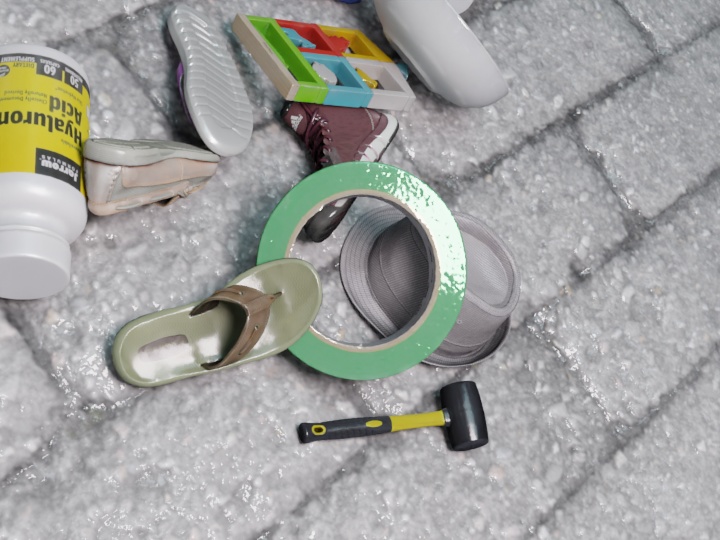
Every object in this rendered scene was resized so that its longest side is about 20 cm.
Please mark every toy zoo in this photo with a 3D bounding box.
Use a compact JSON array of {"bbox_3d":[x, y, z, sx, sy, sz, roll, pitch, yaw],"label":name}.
[{"bbox_3d":[-0.026,-0.220,1.283,0.198,0.021,0.132,-2,43,-41],"label":"toy zoo"}]

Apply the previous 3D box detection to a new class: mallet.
[{"bbox_3d":[0.036,0.155,1.146,0.198,0.041,0.067,-10,72,-29],"label":"mallet"}]

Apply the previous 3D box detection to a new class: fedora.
[{"bbox_3d":[0.086,0.000,1.222,0.199,0.090,0.177,40,51,-5],"label":"fedora"}]

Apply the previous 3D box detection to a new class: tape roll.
[{"bbox_3d":[0.000,0.000,1.130,0.197,0.048,0.204,0,92,-5],"label":"tape roll"}]

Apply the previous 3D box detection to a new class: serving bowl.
[{"bbox_3d":[0.077,-0.252,1.326,0.066,0.200,0.201,-40,87,5],"label":"serving bowl"}]

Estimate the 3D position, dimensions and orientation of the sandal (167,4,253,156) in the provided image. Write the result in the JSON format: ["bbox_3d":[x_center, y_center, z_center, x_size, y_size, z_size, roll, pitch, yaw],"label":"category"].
[{"bbox_3d":[-0.157,-0.183,1.209,0.082,0.050,0.204,20,41,-39],"label":"sandal"}]

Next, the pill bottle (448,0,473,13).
[{"bbox_3d":[0.132,-0.401,1.461,0.111,0.111,0.201,36,52,-9],"label":"pill bottle"}]

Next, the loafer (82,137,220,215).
[{"bbox_3d":[-0.192,-0.085,1.092,0.071,0.064,0.200,14,8,18],"label":"loafer"}]

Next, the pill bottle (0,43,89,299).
[{"bbox_3d":[-0.289,-0.083,1.032,0.110,0.111,0.203,8,61,-27],"label":"pill bottle"}]

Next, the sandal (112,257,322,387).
[{"bbox_3d":[-0.120,0.051,1.058,0.199,0.057,0.081,-24,92,-19],"label":"sandal"}]

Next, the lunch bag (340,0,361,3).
[{"bbox_3d":[-0.052,-0.412,1.370,0.159,0.075,0.203,8,60,-35],"label":"lunch bag"}]

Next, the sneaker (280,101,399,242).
[{"bbox_3d":[-0.044,-0.118,1.231,0.115,0.076,0.201,33,42,-3],"label":"sneaker"}]
